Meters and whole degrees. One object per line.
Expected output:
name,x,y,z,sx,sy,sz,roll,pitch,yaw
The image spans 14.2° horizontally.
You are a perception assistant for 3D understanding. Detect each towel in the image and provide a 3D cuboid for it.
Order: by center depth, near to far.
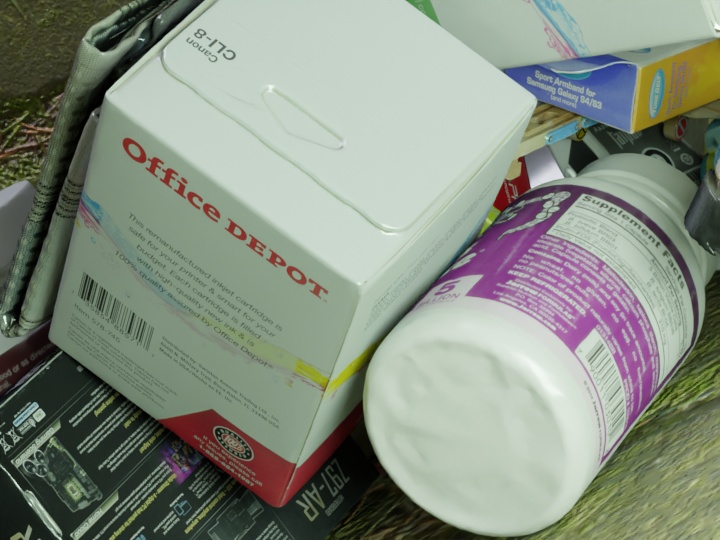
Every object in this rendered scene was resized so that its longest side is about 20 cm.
towel,-0.088,-0.075,1.378,0.193,0.035,0.200,-39,-19,-42

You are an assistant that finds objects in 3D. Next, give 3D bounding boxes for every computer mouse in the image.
computer mouse,0.121,-0.066,1.491,0.110,0.200,0.044,-21,-25,-42

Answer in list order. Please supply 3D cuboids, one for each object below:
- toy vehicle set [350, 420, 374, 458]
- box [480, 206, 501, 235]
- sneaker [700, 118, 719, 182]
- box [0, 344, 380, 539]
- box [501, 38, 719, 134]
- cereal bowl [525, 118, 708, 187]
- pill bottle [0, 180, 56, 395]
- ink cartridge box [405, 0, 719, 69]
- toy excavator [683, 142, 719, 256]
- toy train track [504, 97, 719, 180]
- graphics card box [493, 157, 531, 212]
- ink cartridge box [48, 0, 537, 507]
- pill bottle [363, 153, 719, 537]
toy vehicle set,-0.059,0.123,1.558,0.124,0.027,0.200,-24,14,41
box,-0.002,-0.009,1.484,0.122,0.200,0.048,-57,-32,8
sneaker,0.233,-0.063,1.402,0.130,0.080,0.200,-31,1,-1
box,-0.096,0.097,1.408,0.044,0.160,0.200,-32,9,41
box,0.134,-0.118,1.443,0.119,0.042,0.200,23,31,35
cereal bowl,0.115,-0.047,1.625,0.200,0.083,0.200,-31,20,13
pill bottle,-0.157,0.061,1.498,0.114,0.200,0.114,-32,11,7
ink cartridge box,0.113,-0.158,1.300,0.200,0.088,0.145,-7,22,47
toy excavator,0.216,-0.068,1.266,0.200,0.194,0.100,-19,-41,-54
toy train track,0.110,-0.071,1.417,0.115,0.033,0.200,20,26,30
graphics card box,0.000,0.000,1.539,0.200,0.126,0.051,-22,-22,28
ink cartridge box,-0.034,-0.023,1.316,0.145,0.145,0.200,-47,-12,-33
pill bottle,0.091,0.025,1.318,0.112,0.112,0.200,-25,13,38
